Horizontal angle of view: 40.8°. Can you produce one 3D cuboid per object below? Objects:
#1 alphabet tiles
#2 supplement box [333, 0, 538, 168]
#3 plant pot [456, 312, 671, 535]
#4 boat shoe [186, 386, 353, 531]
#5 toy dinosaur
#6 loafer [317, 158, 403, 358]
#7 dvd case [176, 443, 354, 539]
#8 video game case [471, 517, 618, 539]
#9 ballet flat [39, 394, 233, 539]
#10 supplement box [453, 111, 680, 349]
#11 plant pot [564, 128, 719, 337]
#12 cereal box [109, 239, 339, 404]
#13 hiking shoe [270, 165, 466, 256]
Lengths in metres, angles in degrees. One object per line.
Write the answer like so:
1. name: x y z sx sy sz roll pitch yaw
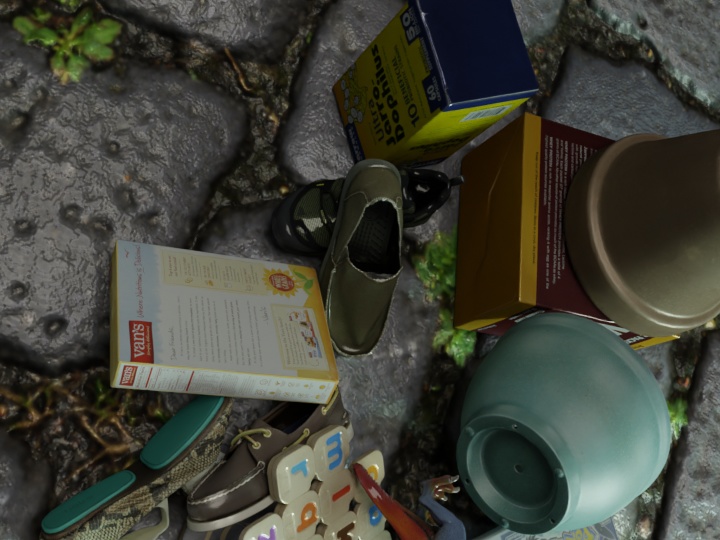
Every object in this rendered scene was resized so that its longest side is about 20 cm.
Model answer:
1. alphabet tiles: -0.036 0.245 0.849 0.194 0.014 0.205 -21 108 -51
2. supplement box: 0.068 -0.182 0.963 0.108 0.200 0.111 -13 81 -27
3. plant pot: 0.171 0.160 0.903 0.133 0.199 0.203 -29 89 -46
4. boat shoe: -0.081 0.157 0.851 0.199 0.071 0.061 -28 111 -45
5. toy dinosaur: 0.073 0.287 0.856 0.196 0.106 0.184 14 43 -18
6. loafer: 0.000 0.000 0.909 0.073 0.070 0.204 2 115 -8
7. dvd case: -0.101 0.279 0.866 0.147 0.016 0.203 29 65 -15
8. video game case: 0.206 0.329 0.969 0.197 0.023 0.186 -11 81 -41
9. ballet flat: -0.179 0.188 0.835 0.199 0.067 0.076 -38 115 -23
10. supplement box: 0.220 -0.029 1.032 0.196 0.132 0.202 12 72 -21
11. plant pot: 0.320 -0.050 0.912 0.196 0.174 0.205 6 75 -23
12. cereal box: -0.125 0.046 0.869 0.196 0.040 0.146 8 43 -22
13. hiking shoe: 0.006 -0.071 0.961 0.197 0.100 0.077 -17 83 -28
